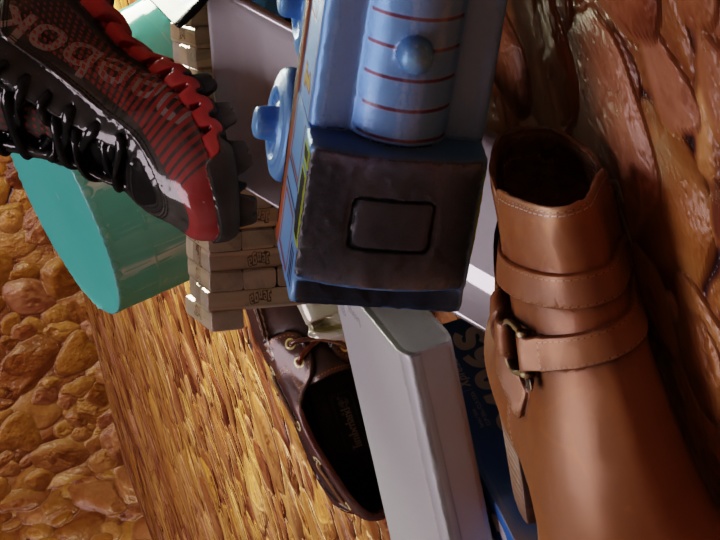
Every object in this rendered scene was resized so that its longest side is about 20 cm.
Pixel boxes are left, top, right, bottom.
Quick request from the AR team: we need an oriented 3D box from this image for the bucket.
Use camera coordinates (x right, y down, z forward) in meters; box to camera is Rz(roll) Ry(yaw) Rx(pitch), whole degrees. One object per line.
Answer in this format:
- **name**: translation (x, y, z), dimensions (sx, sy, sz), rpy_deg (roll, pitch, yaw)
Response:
- **bucket**: translation (-0.149, -0.079, 1.563), dimensions (0.207, 0.134, 0.208), rpy_deg (52, 159, 29)

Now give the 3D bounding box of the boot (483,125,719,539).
- **boot**: translation (0.088, 0.046, 0.830), dimensions (0.200, 0.073, 0.156), rpy_deg (-131, 31, -60)

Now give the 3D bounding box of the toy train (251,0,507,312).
- **toy train**: translation (0.012, -0.085, 0.870), dimensions (0.114, 0.086, 0.201), rpy_deg (-107, 24, -60)

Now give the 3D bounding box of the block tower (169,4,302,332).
- **block tower**: translation (-0.061, -0.075, 1.162), dimensions (0.054, 0.057, 0.201), rpy_deg (-151, 59, -71)

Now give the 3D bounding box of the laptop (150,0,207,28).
- **laptop**: translation (-0.069, -0.235, 1.058), dimensions (0.177, 0.103, 0.201), rpy_deg (-134, 34, -64)

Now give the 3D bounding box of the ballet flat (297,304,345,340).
- **ballet flat**: translation (0.000, 0.000, 1.201), dimensions (0.200, 0.068, 0.068), rpy_deg (113, 137, -74)

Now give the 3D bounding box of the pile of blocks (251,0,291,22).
- **pile of blocks**: translation (-0.021, -0.128, 1.076), dimensions (0.062, 0.082, 0.201), rpy_deg (102, 150, -69)

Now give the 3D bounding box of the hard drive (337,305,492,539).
- **hard drive**: translation (0.032, 0.103, 1.081), dimensions (0.132, 0.026, 0.201), rpy_deg (-130, 25, -65)

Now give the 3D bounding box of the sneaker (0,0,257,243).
- **sneaker**: translation (-0.126, -0.074, 1.068), dimensions (0.201, 0.098, 0.071), rpy_deg (48, 150, 31)

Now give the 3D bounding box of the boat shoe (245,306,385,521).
- **boat shoe**: translation (-0.020, 0.054, 1.387), dimensions (0.070, 0.070, 0.201), rpy_deg (-123, 10, -77)

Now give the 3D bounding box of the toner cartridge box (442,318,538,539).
- **toner cartridge box**: translation (0.078, 0.122, 1.061), dimensions (0.095, 0.043, 0.200), rpy_deg (83, 166, -46)

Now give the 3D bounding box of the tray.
- **tray**: translation (0.010, -0.048, 1.004), dimensions (0.200, 0.022, 0.108), rpy_deg (31, 141, 33)
